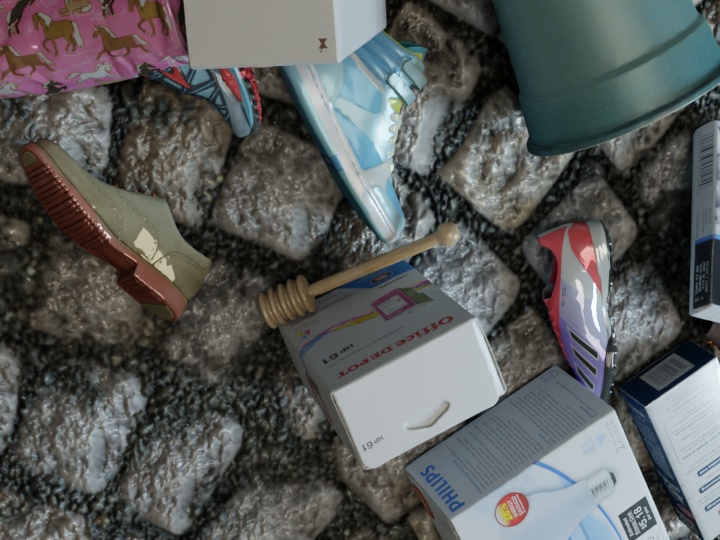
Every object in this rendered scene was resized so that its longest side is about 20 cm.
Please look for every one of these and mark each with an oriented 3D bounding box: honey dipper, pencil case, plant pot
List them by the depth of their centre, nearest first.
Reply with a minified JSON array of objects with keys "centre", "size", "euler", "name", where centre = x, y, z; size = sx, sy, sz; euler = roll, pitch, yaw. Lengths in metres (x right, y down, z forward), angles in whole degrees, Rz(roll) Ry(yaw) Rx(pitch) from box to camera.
[{"centre":[-0.219,-0.191,0.921],"size":[0.196,0.086,0.084],"euler":[-7,79,14],"name":"pencil case"},{"centre":[0.204,-0.236,1.044],"size":[0.198,0.200,0.198],"euler":[-28,106,-9],"name":"plant pot"},{"centre":[0.000,0.000,1.086],"size":[0.197,0.038,0.038],"euler":[-23,113,9],"name":"honey dipper"}]

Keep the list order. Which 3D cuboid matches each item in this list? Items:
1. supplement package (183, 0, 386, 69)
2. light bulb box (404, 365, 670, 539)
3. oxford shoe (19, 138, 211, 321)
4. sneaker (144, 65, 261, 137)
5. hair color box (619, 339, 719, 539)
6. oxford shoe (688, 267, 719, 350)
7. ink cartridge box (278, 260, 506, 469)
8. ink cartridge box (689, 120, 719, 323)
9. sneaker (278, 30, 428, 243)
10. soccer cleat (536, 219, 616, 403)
[{"centre":[-0.055,-0.236,0.925],"size":[0.119,0.200,0.122],"euler":[0,109,11],"name":"supplement package"},{"centre":[0.185,0.247,1.209],"size":[0.198,0.125,0.200],"euler":[-32,113,-8],"name":"light bulb box"},{"centre":[-0.213,-0.048,1.027],"size":[0.201,0.070,0.074],"euler":[50,62,-24],"name":"oxford shoe"},{"centre":[-0.159,-0.192,0.999],"size":[0.095,0.079,0.201],"euler":[-31,108,8],"name":"sneaker"},{"centre":[0.371,0.189,1.290],"size":[0.099,0.061,0.202],"euler":[-32,113,-7],"name":"hair color box"},{"centre":[0.407,0.070,1.272],"size":[0.071,0.071,0.203],"euler":[-19,105,6],"name":"oxford shoe"},{"centre":[0.022,0.077,1.060],"size":[0.143,0.200,0.086],"euler":[-27,113,-9],"name":"ink cartridge box"},{"centre":[0.429,-0.033,1.208],"size":[0.197,0.043,0.202],"euler":[14,71,-23],"name":"ink cartridge box"},{"centre":[0.024,-0.133,1.066],"size":[0.129,0.080,0.202],"euler":[-31,114,-6],"name":"sneaker"},{"centre":[0.222,0.048,1.202],"size":[0.072,0.068,0.203],"euler":[-6,109,2],"name":"soccer cleat"}]
